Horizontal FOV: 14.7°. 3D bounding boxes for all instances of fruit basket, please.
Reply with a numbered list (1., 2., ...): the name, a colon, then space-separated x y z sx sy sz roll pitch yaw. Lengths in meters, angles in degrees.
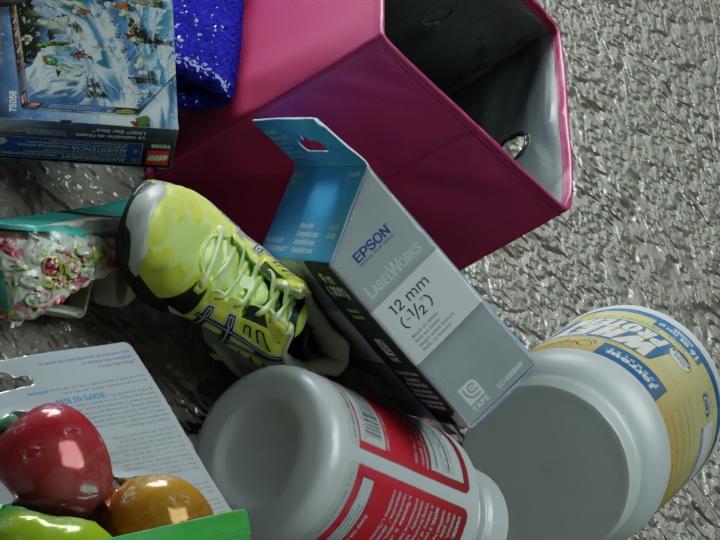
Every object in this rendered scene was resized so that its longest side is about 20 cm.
1. fruit basket: -0.145 0.130 1.439 0.185 0.094 0.200 -9 53 -46

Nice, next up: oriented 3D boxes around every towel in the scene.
1. towel: -0.141 -0.196 1.786 0.148 0.050 0.200 15 45 -13

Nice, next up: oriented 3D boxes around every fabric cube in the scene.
1. fabric cube: 0.002 -0.111 1.846 0.200 0.199 0.196 41 32 -32

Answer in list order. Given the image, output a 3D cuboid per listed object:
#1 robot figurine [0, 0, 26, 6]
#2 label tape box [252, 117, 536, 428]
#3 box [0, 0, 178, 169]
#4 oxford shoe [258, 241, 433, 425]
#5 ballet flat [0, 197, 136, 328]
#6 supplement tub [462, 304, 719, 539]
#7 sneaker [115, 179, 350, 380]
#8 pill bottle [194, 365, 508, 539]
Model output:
1. robot figurine: -0.207 -0.223 1.654 0.200 0.058 0.145 -8 52 -19
2. label tape box: 0.000 0.000 1.682 0.200 0.066 0.143 48 -12 -15
3. box: -0.181 -0.150 1.665 0.137 0.040 0.200 4 50 -11
4. oxford shoe: -0.024 0.079 1.781 0.200 0.070 0.075 50 50 -13
5. ballet flat: -0.161 -0.006 1.630 0.200 0.076 0.064 -13 105 -58
6. supplement tub: 0.163 0.114 1.956 0.145 0.145 0.200 60 27 1
7. sneaker: -0.072 0.006 1.638 0.200 0.076 0.075 42 61 -51
8. pill bottle: 0.000 0.136 1.693 0.200 0.112 0.112 27 41 -47
